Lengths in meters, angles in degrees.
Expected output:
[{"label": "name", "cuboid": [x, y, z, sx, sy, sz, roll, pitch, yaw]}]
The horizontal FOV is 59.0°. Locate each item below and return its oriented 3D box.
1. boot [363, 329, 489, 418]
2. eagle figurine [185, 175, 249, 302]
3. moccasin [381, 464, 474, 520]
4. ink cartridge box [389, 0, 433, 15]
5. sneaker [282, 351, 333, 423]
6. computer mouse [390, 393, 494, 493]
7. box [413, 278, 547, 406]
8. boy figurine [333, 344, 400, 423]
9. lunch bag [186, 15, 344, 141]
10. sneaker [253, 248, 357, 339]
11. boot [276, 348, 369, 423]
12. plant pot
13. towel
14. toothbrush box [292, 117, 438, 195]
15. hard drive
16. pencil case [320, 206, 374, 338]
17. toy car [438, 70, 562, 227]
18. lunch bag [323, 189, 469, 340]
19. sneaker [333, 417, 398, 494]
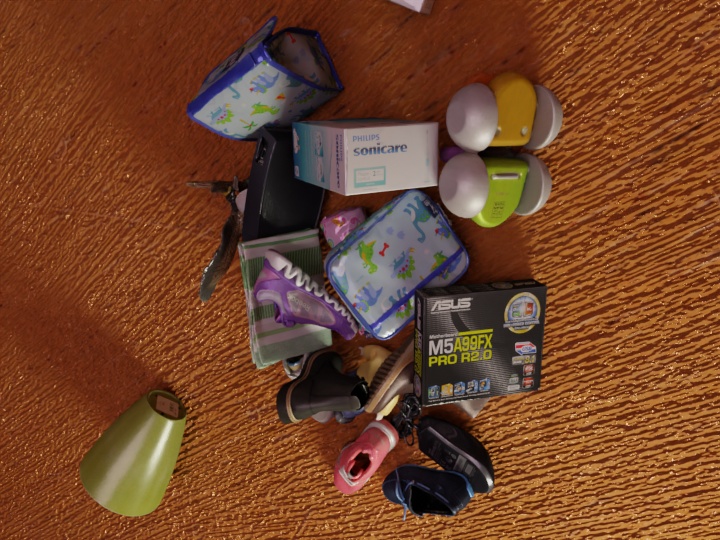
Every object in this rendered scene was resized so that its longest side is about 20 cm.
[{"label": "boot", "cuboid": [0.116, 0.178, 0.978, 0.166, 0.072, 0.201, 41, 89, -9]}, {"label": "eagle figurine", "cuboid": [-0.205, -0.054, 1.096, 0.146, 0.151, 0.208, -5, 92, 12]}, {"label": "moccasin", "cuboid": [0.097, 0.371, 1.066, 0.198, 0.068, 0.082, -26, 99, 49]}, {"label": "ink cartridge box", "cuboid": [0.078, -0.478, 0.882, 0.107, 0.050, 0.205, 27, 114, 17]}, {"label": "sneaker", "cuboid": [-0.098, 0.179, 1.128, 0.074, 0.081, 0.206, -12, 99, 26]}, {"label": "computer mouse", "cuboid": [0.145, 0.279, 1.046, 0.198, 0.052, 0.141, 38, 141, 17]}, {"label": "box", "cuboid": [0.173, 0.103, 0.930, 0.193, 0.044, 0.166, -4, 106, -16]}, {"label": "boy figurine", "cuboid": [0.031, 0.180, 1.074, 0.198, 0.064, 0.127, -36, 60, 26]}, {"label": "lunch bag", "cuboid": [-0.148, -0.282, 0.961, 0.167, 0.199, 0.130, -27, 92, 29]}, {"label": "sneaker", "cuboid": [-0.091, 0.057, 1.004, 0.199, 0.080, 0.090, 39, 83, -23]}, {"label": "boot", "cuboid": [-0.031, 0.180, 1.009, 0.134, 0.200, 0.080, -10, 106, 22]}, {"label": "plant pot", "cuboid": [-0.443, 0.353, 1.305, 0.185, 0.187, 0.203, 37, 101, 12]}, {"label": "towel", "cuboid": [-0.119, 0.043, 1.039, 0.023, 0.149, 0.207, 13, 112, 57]}, {"label": "toothbrush box", "cuboid": [0.002, -0.167, 0.898, 0.199, 0.142, 0.088, 26, 122, 60]}, {"label": "hard drive", "cuboid": [-0.117, -0.121, 1.027, 0.042, 0.131, 0.206, 40, 124, 46]}, {"label": "pencil case", "cuboid": [0.000, 0.000, 1.030, 0.085, 0.087, 0.206, -15, 99, 28]}, {"label": "toy car", "cuboid": [0.171, -0.169, 0.876, 0.149, 0.170, 0.207, 30, 121, 53]}, {"label": "lunch bag", "cuboid": [0.056, -0.009, 0.952, 0.198, 0.082, 0.163, -37, 100, -3]}, {"label": "sneaker", "cuboid": [-0.010, 0.339, 1.116, 0.073, 0.086, 0.203, 39, 127, 11]}]
